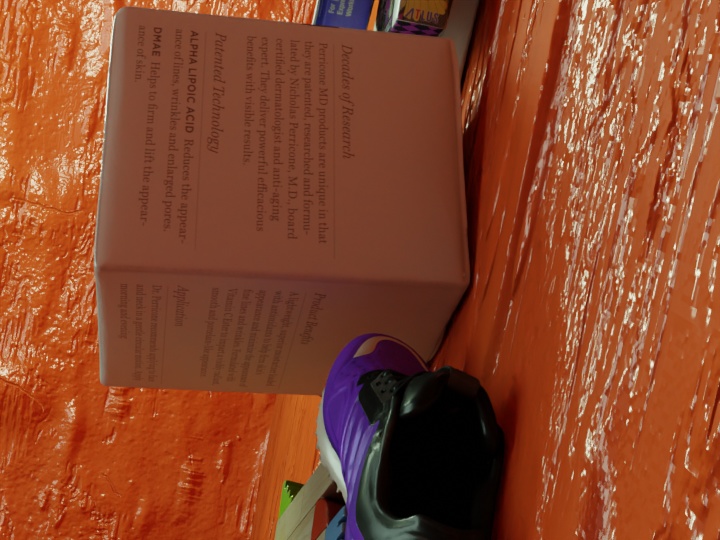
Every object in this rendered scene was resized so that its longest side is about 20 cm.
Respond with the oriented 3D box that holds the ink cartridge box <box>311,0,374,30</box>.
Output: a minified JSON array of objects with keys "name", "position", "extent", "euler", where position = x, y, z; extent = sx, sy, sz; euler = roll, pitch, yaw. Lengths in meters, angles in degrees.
[{"name":"ink cartridge box","position":[0.007,-0.268,0.855],"extent":[0.200,0.043,0.201],"euler":[-84,6,-68]}]

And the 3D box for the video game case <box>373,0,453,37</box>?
[{"name":"video game case","position":[0.044,-0.230,0.823],"extent":[0.200,0.035,0.184],"euler":[-172,93,-85]}]

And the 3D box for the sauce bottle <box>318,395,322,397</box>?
[{"name":"sauce bottle","position":[0.000,0.000,0.965],"extent":[0.065,0.064,0.203],"euler":[-102,21,-76]}]

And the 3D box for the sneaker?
[{"name":"sneaker","position":[0.027,0.075,0.545],"extent":[0.201,0.069,0.100],"euler":[-95,23,-57]}]

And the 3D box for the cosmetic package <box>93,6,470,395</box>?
[{"name":"cosmetic package","position":[-0.052,-0.032,0.742],"extent":[0.165,0.197,0.167],"euler":[112,159,-62]}]

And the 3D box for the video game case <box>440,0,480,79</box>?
[{"name":"video game case","position":[0.061,-0.188,0.879],"extent":[0.183,0.023,0.202],"euler":[-90,10,-62]}]

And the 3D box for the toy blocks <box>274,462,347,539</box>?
[{"name":"toy blocks","position":[-0.009,0.174,0.644],"extent":[0.137,0.099,0.202],"euler":[123,160,-48]}]
